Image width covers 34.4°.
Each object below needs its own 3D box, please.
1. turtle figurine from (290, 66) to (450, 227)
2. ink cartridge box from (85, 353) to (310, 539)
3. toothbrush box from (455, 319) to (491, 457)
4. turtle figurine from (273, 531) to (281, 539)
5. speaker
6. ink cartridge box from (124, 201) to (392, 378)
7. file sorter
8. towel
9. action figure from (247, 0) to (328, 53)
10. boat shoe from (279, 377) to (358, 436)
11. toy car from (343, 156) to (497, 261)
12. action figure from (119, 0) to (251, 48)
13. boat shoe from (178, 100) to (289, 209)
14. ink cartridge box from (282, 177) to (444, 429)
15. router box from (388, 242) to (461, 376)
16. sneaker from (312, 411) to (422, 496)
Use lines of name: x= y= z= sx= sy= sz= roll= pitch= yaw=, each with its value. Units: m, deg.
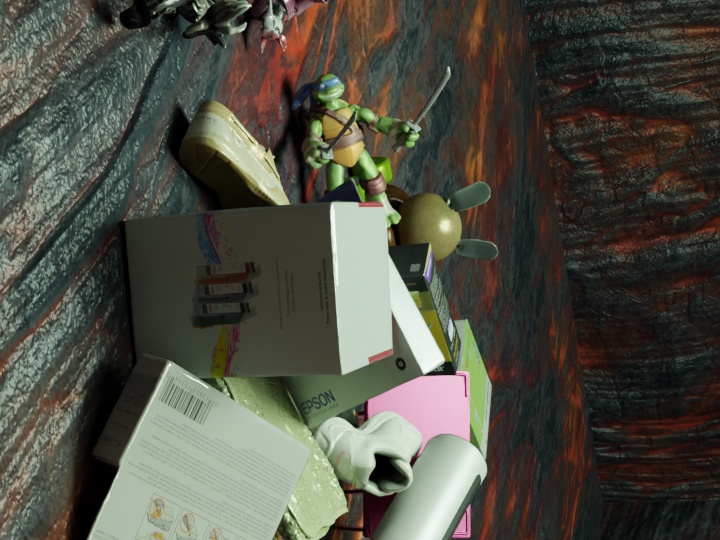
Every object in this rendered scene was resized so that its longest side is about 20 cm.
turtle figurine: x=0.003 y=-0.131 z=1.385 sx=0.144 sy=0.198 sz=0.196 roll=-47 pitch=134 yaw=-50
ink cartridge box: x=-0.146 y=0.193 z=0.987 sx=0.200 sy=0.044 sz=0.178 roll=40 pitch=67 yaw=-43
toothbrush box: x=0.151 y=0.197 z=1.900 sx=0.201 sy=0.085 sz=0.147 roll=63 pitch=28 yaw=-47
turtle figurine: x=-0.088 y=0.254 z=1.187 sx=0.201 sy=0.064 sz=0.162 roll=59 pitch=17 yaw=-15
speaker: x=0.069 y=0.280 z=1.311 sx=0.200 sy=0.080 sz=0.082 roll=-52 pitch=136 yaw=-43
ink cartridge box: x=-0.088 y=0.016 z=1.041 sx=0.145 sy=0.198 sz=0.146 roll=-11 pitch=99 yaw=-70
file sorter: x=0.048 y=0.229 z=1.458 sx=0.125 sy=0.138 sz=0.202 roll=157 pitch=-64 yaw=-65
towel: x=-0.084 y=0.172 z=1.153 sx=0.201 sy=0.036 sz=0.148 roll=59 pitch=16 yaw=3
action figure: x=-0.101 y=-0.342 z=1.303 sx=0.149 sy=0.133 sz=0.202 roll=-172 pitch=-90 yaw=-66
boat shoe: x=-0.053 y=0.160 z=1.327 sx=0.202 sy=0.073 sz=0.063 roll=56 pitch=12 yaw=-48
toy car: x=0.086 y=-0.064 z=1.582 sx=0.158 sy=0.198 sz=0.166 roll=-56 pitch=138 yaw=-62
action figure: x=-0.151 y=-0.266 z=1.074 sx=0.120 sy=0.101 sz=0.200 roll=71 pitch=22 yaw=-6
boat shoe: x=-0.114 y=-0.100 z=1.185 sx=0.200 sy=0.073 sz=0.070 roll=55 pitch=40 yaw=-57
ink cartridge box: x=-0.032 y=0.039 z=1.166 sx=0.040 sy=0.199 sz=0.201 roll=-23 pitch=84 yaw=-44
router box: x=-0.001 y=0.050 z=1.291 sx=0.053 sy=0.198 sz=0.158 roll=-75 pitch=153 yaw=-44
sneaker: x=0.025 y=0.213 z=1.292 sx=0.199 sy=0.099 sz=0.079 roll=2 pitch=114 yaw=-58
